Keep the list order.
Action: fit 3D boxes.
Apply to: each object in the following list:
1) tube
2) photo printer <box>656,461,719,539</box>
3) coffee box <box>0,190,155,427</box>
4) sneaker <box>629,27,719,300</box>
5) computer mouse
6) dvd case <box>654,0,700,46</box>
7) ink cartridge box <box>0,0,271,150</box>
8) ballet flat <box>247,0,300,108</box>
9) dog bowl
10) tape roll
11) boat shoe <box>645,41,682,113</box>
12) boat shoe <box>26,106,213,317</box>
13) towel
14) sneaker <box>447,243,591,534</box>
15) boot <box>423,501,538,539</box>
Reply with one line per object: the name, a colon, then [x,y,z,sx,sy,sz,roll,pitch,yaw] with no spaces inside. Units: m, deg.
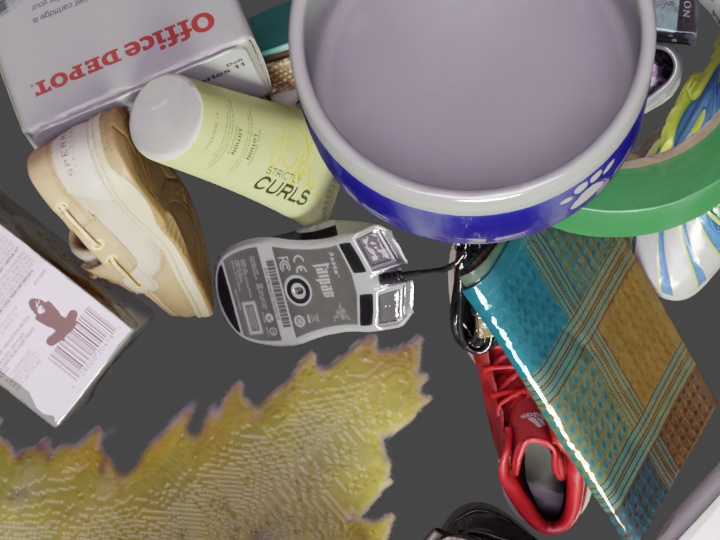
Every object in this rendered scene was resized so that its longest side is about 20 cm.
tube: [-0.059,-0.072,1.564,0.058,0.200,0.052,-33,67,21]
photo printer: [0.285,0.168,1.622,0.166,0.069,0.200,42,93,-2]
coffee box: [-0.230,-0.002,1.599,0.200,0.114,0.080,38,93,0]
sneaker: [0.217,-0.077,1.595,0.076,0.105,0.200,20,92,0]
computer mouse: [0.000,0.000,1.602,0.200,0.044,0.110,-5,107,33]
dvd case: [0.109,-0.213,1.598,0.200,0.022,0.146,7,72,5]
ink cartridge box: [-0.155,-0.175,1.572,0.146,0.083,0.200,-22,69,1]
ballet flat: [-0.078,-0.114,1.626,0.200,0.071,0.065,-18,119,4]
dog bowl: [0.062,-0.119,1.467,0.200,0.079,0.201,-1,72,4]
tape roll: [0.146,-0.120,1.528,0.200,0.048,0.201,-1,72,3]
boat shoe: [0.103,-0.092,1.613,0.200,0.069,0.072,-16,92,1]
boat shoe: [-0.141,-0.028,1.569,0.069,0.200,0.074,-15,57,8]
towel: [0.137,0.043,1.571,0.022,0.147,0.200,-15,115,39]
sneaker: [0.104,0.063,1.596,0.078,0.116,0.200,-18,93,0]
boot: [0.118,0.208,1.573,0.200,0.174,0.069,32,92,-1]
